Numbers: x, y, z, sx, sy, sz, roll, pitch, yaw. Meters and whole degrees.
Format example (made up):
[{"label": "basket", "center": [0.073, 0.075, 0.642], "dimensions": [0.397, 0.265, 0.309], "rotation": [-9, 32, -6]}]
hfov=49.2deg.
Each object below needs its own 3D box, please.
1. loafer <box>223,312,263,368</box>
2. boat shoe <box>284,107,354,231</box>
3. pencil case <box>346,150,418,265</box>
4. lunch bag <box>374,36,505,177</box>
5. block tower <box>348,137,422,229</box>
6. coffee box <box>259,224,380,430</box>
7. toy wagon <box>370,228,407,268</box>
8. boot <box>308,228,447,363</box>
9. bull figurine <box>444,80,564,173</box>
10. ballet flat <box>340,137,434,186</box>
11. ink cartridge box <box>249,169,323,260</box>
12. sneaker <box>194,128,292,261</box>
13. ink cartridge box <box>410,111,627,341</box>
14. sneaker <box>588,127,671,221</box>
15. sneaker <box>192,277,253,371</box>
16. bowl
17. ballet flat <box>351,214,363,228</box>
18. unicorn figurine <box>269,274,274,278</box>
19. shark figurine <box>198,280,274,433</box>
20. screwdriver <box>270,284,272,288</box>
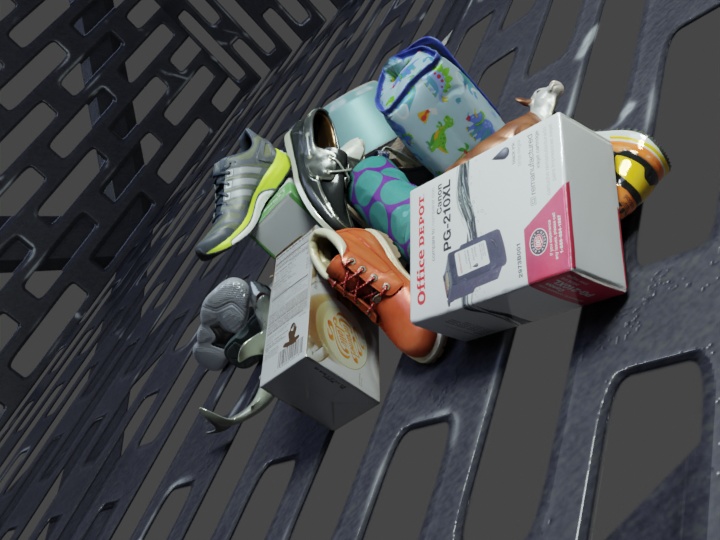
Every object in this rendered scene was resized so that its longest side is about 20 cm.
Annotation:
[{"label": "loafer", "center": [-0.135, 0.082, 1.178], "dimensions": [0.199, 0.072, 0.063], "rotation": [-32, 19, 41]}, {"label": "boat shoe", "center": [-0.045, -0.125, 1.002], "dimensions": [0.067, 0.071, 0.203], "rotation": [-36, 51, 23]}, {"label": "pencil case", "center": [0.055, -0.073, 0.976], "dimensions": [0.200, 0.091, 0.087], "rotation": [49, 134, 51]}, {"label": "lunch bag", "center": [0.107, -0.215, 1.075], "dimensions": [0.127, 0.170, 0.201], "rotation": [-43, 19, 8]}, {"label": "block tower", "center": [0.059, -0.157, 1.230], "dimensions": [0.201, 0.054, 0.058], "rotation": [-53, 21, -12]}, {"label": "coffee box", "center": [-0.042, 0.063, 0.911], "dimensions": [0.079, 0.114, 0.203], "rotation": [-34, 34, 30]}, {"label": "toy wagon", "center": [0.000, 0.000, 1.091], "dimensions": [0.198, 0.040, 0.157], "rotation": [-17, 36, 53]}, {"label": "boot", "center": [0.014, 0.024, 0.858], "dimensions": [0.076, 0.106, 0.201], "rotation": [-57, 47, 21]}, {"label": "bull figurine", "center": [0.180, -0.140, 0.942], "dimensions": [0.199, 0.065, 0.122], "rotation": [-41, 21, 9]}, {"label": "ballet flat", "center": [0.013, -0.144, 1.115], "dimensions": [0.068, 0.195, 0.070], "rotation": [157, 125, -77]}, {"label": "ink cartridge box", "center": [-0.078, -0.064, 1.099], "dimensions": [0.084, 0.145, 0.201], "rotation": [-43, 21, 10]}, {"label": "sneaker", "center": [-0.164, -0.097, 1.006], "dimensions": [0.073, 0.081, 0.202], "rotation": [-25, 31, 47]}, {"label": "ink cartridge box", "center": [0.137, -0.031, 0.736], "dimensions": [0.198, 0.083, 0.148], "rotation": [-24, 58, 48]}, {"label": "sneaker", "center": [0.208, -0.087, 0.788], "dimensions": [0.090, 0.070, 0.199], "rotation": [-50, 22, -15]}, {"label": "sneaker", "center": [-0.215, 0.065, 1.292], "dimensions": [0.115, 0.074, 0.202], "rotation": [-67, 3, -51]}, {"label": "bowl", "center": [-0.001, -0.249, 1.345], "dimensions": [0.198, 0.107, 0.201], "rotation": [-29, 6, 3]}, {"label": "ballet flat", "center": [-0.068, -0.027, 1.247], "dimensions": [0.201, 0.057, 0.066], "rotation": [-52, 20, -11]}, {"label": "unicorn figurine", "center": [-0.083, -0.067, 1.285], "dimensions": [0.197, 0.139, 0.074], "rotation": [-27, 34, -2]}, {"label": "shark figurine", "center": [-0.131, 0.139, 1.090], "dimensions": [0.090, 0.126, 0.219], "rotation": [108, -178, -80]}, {"label": "screwdriver", "center": [-0.115, -0.032, 1.397], "dimensions": [0.029, 0.028, 0.202], "rotation": [5, 52, 28]}]
